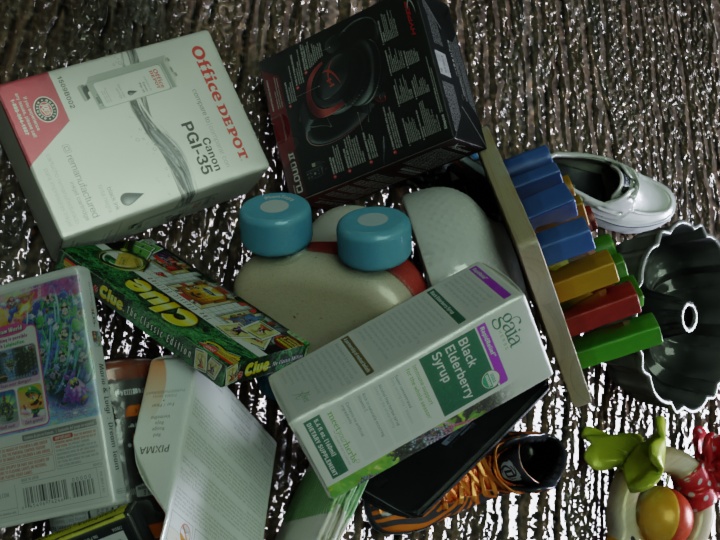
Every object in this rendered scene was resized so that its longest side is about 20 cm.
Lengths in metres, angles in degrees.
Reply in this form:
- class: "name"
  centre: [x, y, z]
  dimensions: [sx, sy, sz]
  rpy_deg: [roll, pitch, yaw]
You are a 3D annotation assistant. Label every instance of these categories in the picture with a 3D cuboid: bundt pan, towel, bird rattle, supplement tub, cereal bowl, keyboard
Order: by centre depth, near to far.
- class: "supplement tub"
  centre: [-0.199, 0.176, 0.800]
  dimensions: [0.107, 0.107, 0.200]
  rpy_deg: [-7, 80, -24]
- class: "towel"
  centre: [-0.048, 0.233, 0.823]
  dimensions: [0.023, 0.153, 0.200]
  rpy_deg: [28, 65, -11]
- class: "cereal bowl"
  centre: [0.104, 0.013, 0.910]
  dimensions: [0.083, 0.200, 0.200]
  rpy_deg: [-16, 83, 3]
- class: "keyboard"
  centre: [0.073, 0.149, 0.927]
  dimensions: [0.200, 0.127, 0.021]
  rpy_deg: [-37, 126, -29]
- class: "bird rattle"
  centre: [0.318, 0.232, 1.033]
  dimensions: [0.200, 0.113, 0.163]
  rpy_deg: [20, 81, -31]
- class: "bundt pan"
  centre: [0.314, 0.048, 1.045]
  dimensions: [0.202, 0.076, 0.202]
  rpy_deg: [0, 89, -42]

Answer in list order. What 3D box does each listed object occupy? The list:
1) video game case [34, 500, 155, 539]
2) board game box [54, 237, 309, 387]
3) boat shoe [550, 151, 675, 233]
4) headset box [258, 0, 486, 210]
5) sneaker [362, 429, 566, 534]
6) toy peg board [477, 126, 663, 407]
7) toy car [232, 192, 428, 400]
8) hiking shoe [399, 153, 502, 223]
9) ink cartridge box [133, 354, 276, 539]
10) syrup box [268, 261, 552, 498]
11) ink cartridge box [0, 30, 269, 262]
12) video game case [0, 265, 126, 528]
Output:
- class: "video game case"
  centre: [-0.210, 0.294, 0.743]
  dimensions: [0.181, 0.026, 0.200]
  rpy_deg: [-22, 99, 5]
- class: "board game box"
  centre: [-0.147, 0.029, 0.816]
  dimensions: [0.200, 0.023, 0.105]
  rpy_deg: [30, 25, 27]
- class: "boat shoe"
  centre: [0.273, -0.087, 1.089]
  dimensions: [0.200, 0.065, 0.074]
  rpy_deg: [5, 75, -22]
- class: "headset box"
  centre: [0.000, -0.152, 0.930]
  dimensions: [0.075, 0.200, 0.149]
  rpy_deg: [4, 69, -59]
- class: "sneaker"
  centre: [0.104, 0.188, 0.922]
  dimensions: [0.200, 0.112, 0.078]
  rpy_deg: [-19, 85, -26]
- class: "toy peg board"
  centre: [0.193, -0.020, 0.913]
  dimensions: [0.098, 0.200, 0.199]
  rpy_deg: [-20, 125, 7]
- class: "toy car"
  centre: [0.000, 0.000, 0.905]
  dimensions: [0.200, 0.177, 0.184]
  rpy_deg: [-50, 143, -53]
- class: "hiking shoe"
  centre: [0.116, -0.113, 1.025]
  dimensions: [0.200, 0.074, 0.087]
  rpy_deg: [23, 61, -22]
- class: "ink cartridge box"
  centre: [-0.128, 0.191, 0.780]
  dimensions: [0.162, 0.050, 0.200]
  rpy_deg: [60, 31, -48]
- class: "syrup box"
  centre: [0.039, 0.081, 0.766]
  dimensions: [0.200, 0.081, 0.079]
  rpy_deg: [-28, 116, -6]
- class: "ink cartridge box"
  centre: [-0.204, -0.115, 0.883]
  dimensions: [0.200, 0.083, 0.147]
  rpy_deg: [-23, 87, -26]
- class: "video game case"
  centre: [-0.286, 0.107, 0.763]
  dimensions: [0.200, 0.024, 0.182]
  rpy_deg: [-14, 81, 13]
